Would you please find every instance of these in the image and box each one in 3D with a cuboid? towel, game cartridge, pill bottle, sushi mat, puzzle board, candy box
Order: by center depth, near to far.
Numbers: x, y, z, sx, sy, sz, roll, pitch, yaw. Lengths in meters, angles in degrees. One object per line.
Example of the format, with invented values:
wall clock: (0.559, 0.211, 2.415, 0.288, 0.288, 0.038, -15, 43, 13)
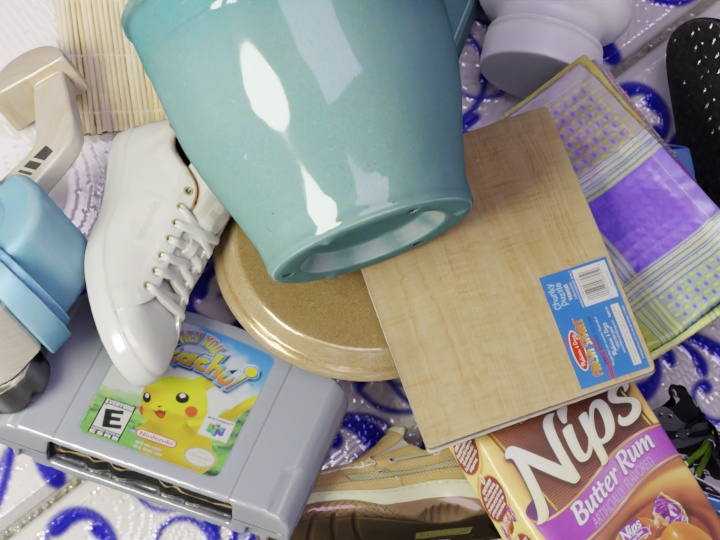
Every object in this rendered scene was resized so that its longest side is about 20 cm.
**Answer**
candy box: (0.142, 0.138, 1.495, 0.117, 0.056, 0.200, -24, 68, -20)
puzzle board: (0.082, 0.004, 1.499, 0.150, 0.017, 0.200, -19, 65, -3)
game cartridge: (-0.116, 0.087, 1.501, 0.200, 0.041, 0.133, 18, 46, 8)
towel: (0.152, -0.034, 1.531, 0.144, 0.023, 0.200, -33, 67, -8)
sushi mat: (-0.163, -0.187, 1.621, 0.095, 0.012, 0.200, -5, 75, -12)
pill bottle: (0.143, -0.222, 1.641, 0.111, 0.111, 0.200, 16, 71, -6)

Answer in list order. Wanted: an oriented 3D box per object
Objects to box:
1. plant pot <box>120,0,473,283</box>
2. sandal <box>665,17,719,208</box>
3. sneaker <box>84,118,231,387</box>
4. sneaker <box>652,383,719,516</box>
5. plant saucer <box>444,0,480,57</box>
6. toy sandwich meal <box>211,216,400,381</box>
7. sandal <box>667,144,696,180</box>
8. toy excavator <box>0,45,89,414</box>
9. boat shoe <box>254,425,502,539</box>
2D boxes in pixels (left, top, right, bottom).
plant pot: (-0.022, -0.101, 1.456, 0.200, 0.200, 0.188, -18, 78, -16)
sandal: (0.254, -0.076, 1.645, 0.045, 0.075, 0.200, 7, 77, -50)
sneaker: (-0.121, -0.022, 1.500, 0.085, 0.073, 0.200, -18, 51, 24)
sneaker: (0.221, 0.121, 1.577, 0.199, 0.071, 0.083, 20, 77, -2)
plant saucer: (0.042, -0.171, 1.632, 0.070, 0.019, 0.200, 24, 58, -4)
toy sandwich meal: (0.000, 0.000, 1.562, 0.205, 0.070, 0.205, 5, 57, -7)
sandal: (0.196, -0.049, 1.591, 0.200, 0.079, 0.087, 38, 113, 10)
toy excavator: (-0.218, -0.036, 1.506, 0.200, 0.100, 0.194, -45, 43, -10)
boat shoe: (0.023, 0.139, 1.541, 0.200, 0.072, 0.076, -1, 59, -17)
